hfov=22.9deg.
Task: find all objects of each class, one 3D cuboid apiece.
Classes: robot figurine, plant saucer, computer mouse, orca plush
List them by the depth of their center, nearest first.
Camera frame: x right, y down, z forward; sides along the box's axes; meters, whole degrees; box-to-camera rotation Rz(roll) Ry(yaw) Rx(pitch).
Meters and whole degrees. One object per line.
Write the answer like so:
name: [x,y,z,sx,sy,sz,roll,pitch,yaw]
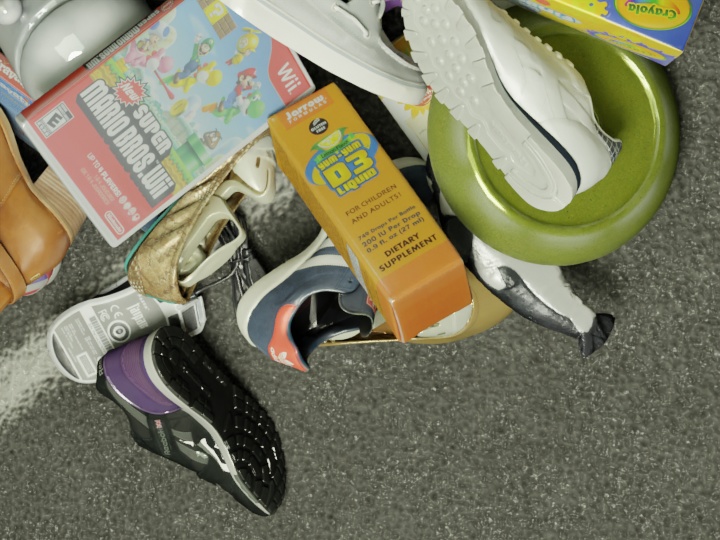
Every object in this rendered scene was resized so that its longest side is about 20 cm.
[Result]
plant saucer: [0.149,-0.104,1.323,0.199,0.031,0.201,0,90,-11]
robot figurine: [-0.223,-0.193,1.360,0.113,0.169,0.200,-51,53,22]
orca plush: [0.115,-0.018,1.373,0.200,0.071,0.105,38,68,-8]
computer mouse: [-0.169,0.028,1.481,0.200,0.044,0.110,-23,105,11]

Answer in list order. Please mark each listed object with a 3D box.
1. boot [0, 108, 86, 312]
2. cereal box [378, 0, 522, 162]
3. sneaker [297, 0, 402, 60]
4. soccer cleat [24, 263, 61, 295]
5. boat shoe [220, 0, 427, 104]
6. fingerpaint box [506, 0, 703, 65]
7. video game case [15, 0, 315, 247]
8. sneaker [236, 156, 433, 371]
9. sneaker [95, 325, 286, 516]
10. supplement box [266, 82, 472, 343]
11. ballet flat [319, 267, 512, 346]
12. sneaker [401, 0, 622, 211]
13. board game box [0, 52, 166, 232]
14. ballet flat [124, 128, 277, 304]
boot: [-0.326,-0.060,1.419,0.200,0.074,0.155,32,65,10]
cereal box: [0.114,-0.119,1.381,0.144,0.040,0.200,-33,98,19]
sneaker: [0.013,-0.223,1.355,0.088,0.081,0.200,41,109,-10]
soccer cleat: [-0.345,-0.043,1.477,0.200,0.073,0.068,31,111,1]
boat shoe: [-0.018,-0.186,1.297,0.200,0.072,0.069,27,102,-30]
fingerpaint box: [0.165,-0.263,1.277,0.199,0.073,0.167,23,88,0]
video game case: [-0.139,-0.124,1.312,0.200,0.017,0.143,-39,136,-8]
sneaker: [0.000,0.000,1.382,0.200,0.075,0.084,-46,48,-6]
sneaker: [-0.141,0.130,1.483,0.087,0.076,0.200,-19,120,31]
supplement box: [0.004,-0.046,1.329,0.066,0.069,0.200,-31,57,-7]
ballet flat: [0.029,0.036,1.431,0.199,0.063,0.069,-8,105,13]
sneaker: [0.107,-0.141,1.272,0.200,0.080,0.076,55,152,-7]
board game box: [-0.238,-0.108,1.429,0.200,0.103,0.019,37,71,-1]
ballet flat: [-0.106,-0.056,1.405,0.065,0.071,0.200,34,91,21]
